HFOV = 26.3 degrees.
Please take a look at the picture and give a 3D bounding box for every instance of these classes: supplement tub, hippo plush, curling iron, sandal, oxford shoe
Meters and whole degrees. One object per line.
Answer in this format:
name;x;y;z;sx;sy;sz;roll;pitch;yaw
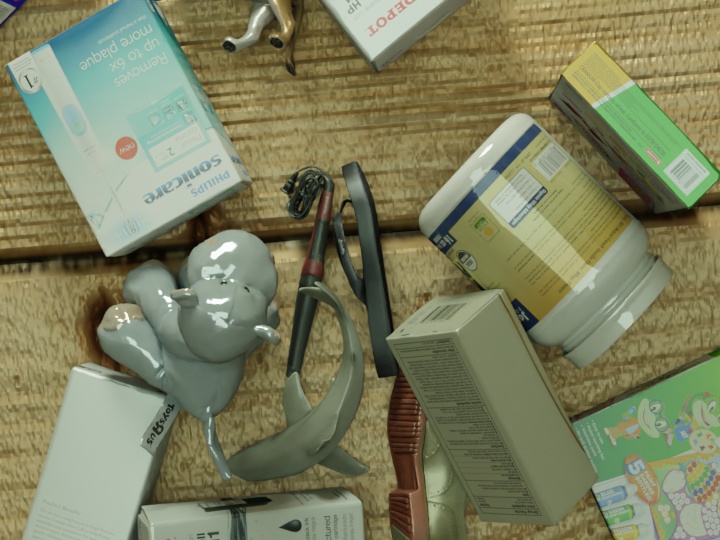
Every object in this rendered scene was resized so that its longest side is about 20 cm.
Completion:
supplement tub;0.165;-0.025;1.370;0.200;0.144;0.144;44;94;2
hippo plush;-0.149;0.044;1.355;0.158;0.161;0.201;19;59;-4
curling iron;-0.054;0.001;1.449;0.049;0.026;0.202;7;97;25
sandal;0.000;0.000;1.417;0.042;0.076;0.202;-8;91;4
oxford shoe;0.069;0.165;1.431;0.073;0.071;0.202;2;91;-21

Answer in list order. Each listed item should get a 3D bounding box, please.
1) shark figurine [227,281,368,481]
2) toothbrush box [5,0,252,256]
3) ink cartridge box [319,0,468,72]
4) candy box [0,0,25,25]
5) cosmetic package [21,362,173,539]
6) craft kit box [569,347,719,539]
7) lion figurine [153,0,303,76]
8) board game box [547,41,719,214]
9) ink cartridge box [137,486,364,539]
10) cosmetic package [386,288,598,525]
shark figurine;-0.032;0.122;1.406;0.127;0.090;0.216;24;105;0
toothbrush box;-0.212;-0.133;1.426;0.146;0.085;0.201;-27;91;4
ink cartridge box;0.007;-0.306;1.405;0.145;0.084;0.201;-38;89;4
candy box;-0.370;-0.349;1.436;0.169;0.077;0.200;-44;87;4
cosmetic package;-0.245;0.197;1.443;0.101;0.074;0.202;18;91;3
craft kit box;0.314;0.191;1.417;0.196;0.049;0.201;-26;90;2
lion figurine;-0.117;-0.276;1.424;0.199;0.072;0.123;38;52;-12
board game box;0.232;-0.119;1.336;0.040;0.200;0.153;-43;89;3
ink cartridge box;-0.098;0.283;1.401;0.198;0.083;0.148;-4;92;-13
cosmetic package;0.117;0.123;1.368;0.073;0.103;0.201;-38;108;-34
